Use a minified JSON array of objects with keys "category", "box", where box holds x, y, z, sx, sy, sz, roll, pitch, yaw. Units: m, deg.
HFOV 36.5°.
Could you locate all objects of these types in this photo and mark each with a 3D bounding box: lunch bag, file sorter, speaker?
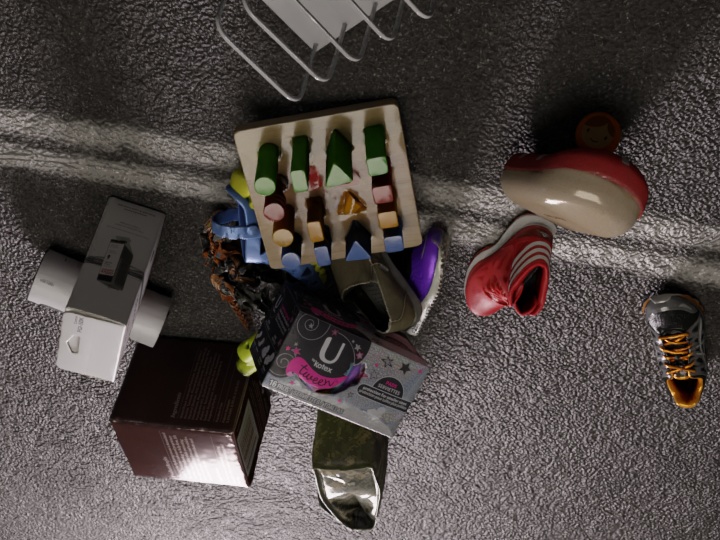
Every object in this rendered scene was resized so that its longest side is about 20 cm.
[{"category":"lunch bag","box":[-0.012,0.302,1.748,0.116,0.165,0.201,-3,137,9]},{"category":"file sorter","box":[-0.033,-0.285,1.108,0.199,0.125,0.139,-25,127,36]},{"category":"speaker","box":[-0.381,0.042,1.608,0.199,0.082,0.081,22,139,-13]}]

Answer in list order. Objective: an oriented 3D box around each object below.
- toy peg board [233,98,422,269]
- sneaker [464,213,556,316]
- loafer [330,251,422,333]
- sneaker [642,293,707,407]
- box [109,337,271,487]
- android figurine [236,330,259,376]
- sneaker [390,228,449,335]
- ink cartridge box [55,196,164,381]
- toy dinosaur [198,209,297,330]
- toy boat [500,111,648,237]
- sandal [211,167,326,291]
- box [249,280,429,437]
[{"category":"toy peg board","box":[-0.036,-0.080,1.305,0.198,0.098,0.200,-9,124,6]},{"category":"sneaker","box":[0.185,0.024,1.415,0.078,0.116,0.201,18,139,-7]},{"category":"loafer","box":[0.000,0.000,1.420,0.200,0.070,0.075,49,130,5]},{"category":"sneaker","box":[0.434,0.107,1.480,0.078,0.078,0.201,-10,134,26]},{"category":"box","box":[-0.261,0.222,1.718,0.198,0.165,0.167,5,140,9]},{"category":"android figurine","box":[-0.088,0.105,1.593,0.181,0.041,0.199,9,148,-46]},{"category":"sneaker","box":[0.054,0.013,1.472,0.099,0.070,0.201,17,139,-2]},{"category":"ink cartridge box","box":[-0.339,0.027,1.484,0.082,0.201,0.147,17,140,-8]},{"category":"toy dinosaur","box":[-0.162,0.003,1.518,0.135,0.103,0.200,21,160,23]},{"category":"toy boat","box":[0.253,-0.118,1.236,0.130,0.132,0.200,25,-179,-16]},{"category":"sandal","box":[-0.122,-0.041,1.431,0.087,0.080,0.200,-42,115,3]},{"category":"box","box":[-0.029,0.116,1.445,0.199,0.132,0.115,24,100,-19]}]
